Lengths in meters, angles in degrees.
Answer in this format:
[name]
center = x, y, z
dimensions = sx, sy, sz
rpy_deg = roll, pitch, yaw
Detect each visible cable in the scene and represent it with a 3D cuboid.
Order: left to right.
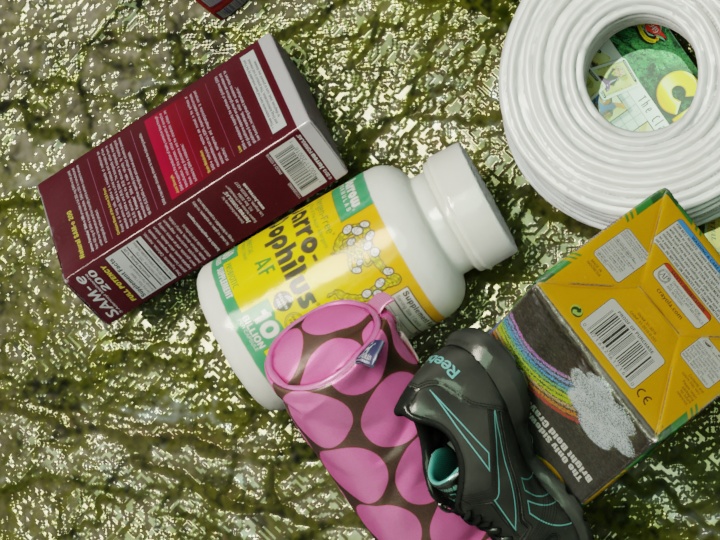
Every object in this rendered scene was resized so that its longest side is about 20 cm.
[cable]
center = 0.188, -0.123, 1.294
dimensions = 0.199, 0.069, 0.201
rpy_deg = 37, 93, 12

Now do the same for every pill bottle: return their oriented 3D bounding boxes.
[pill bottle]
center = 0.000, 0.000, 1.321
dimensions = 0.199, 0.113, 0.113
rpy_deg = -29, 80, 8

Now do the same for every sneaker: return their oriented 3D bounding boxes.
[sneaker]
center = 0.081, 0.136, 1.241
dimensions = 0.079, 0.075, 0.201
rpy_deg = -36, 112, -27

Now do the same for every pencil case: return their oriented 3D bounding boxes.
[pencil case]
center = 0.022, 0.111, 1.279
dimensions = 0.094, 0.201, 0.091
rpy_deg = -41, 35, -17

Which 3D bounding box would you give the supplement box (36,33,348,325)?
[supplement box]
center = -0.118, -0.063, 1.352
dimensions = 0.199, 0.061, 0.109
rpy_deg = -31, 44, 7

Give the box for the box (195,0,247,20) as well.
[box]
center = -0.059, -0.278, 1.363
dimensions = 0.200, 0.100, 0.096
rpy_deg = -38, 80, 6

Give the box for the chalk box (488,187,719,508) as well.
[chalk box]
center = 0.154, 0.064, 1.264
dimensions = 0.124, 0.200, 0.125
rpy_deg = -33, 80, -27

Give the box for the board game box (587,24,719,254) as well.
[board game box]
center = 0.205, -0.078, 1.334
dimensions = 0.104, 0.023, 0.201
rpy_deg = -35, 80, 4
